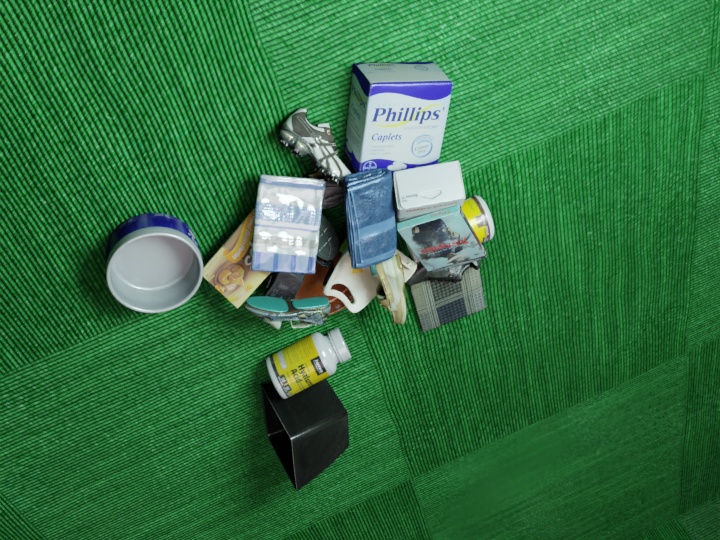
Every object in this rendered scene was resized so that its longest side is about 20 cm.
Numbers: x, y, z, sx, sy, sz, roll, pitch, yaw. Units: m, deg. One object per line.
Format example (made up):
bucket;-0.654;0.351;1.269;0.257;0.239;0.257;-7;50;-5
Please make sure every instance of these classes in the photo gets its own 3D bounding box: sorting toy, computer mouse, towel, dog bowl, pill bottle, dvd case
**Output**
sorting toy;0.000;0.000;1.715;0.199;0.106;0.182;35;90;-44
computer mouse;-0.143;0.030;1.719;0.137;0.046;0.204;17;106;-22
towel;-0.149;-0.094;1.572;0.143;0.024;0.206;4;101;-18
towel;0.023;-0.105;1.566;0.109;0.049;0.205;-16;123;-17
dog bowl;-0.430;-0.015;1.586;0.195;0.079;0.204;-11;129;-14
pill bottle;0.204;-0.090;1.765;0.195;0.110;0.111;-22;131;-5
towel;0.223;0.054;1.941;0.188;0.035;0.203;-20;132;-3
dvd case;0.180;-0.064;1.654;0.142;0.023;0.200;-15;148;19
pill bottle;-0.126;0.222;1.868;0.196;0.112;0.113;-28;131;-1

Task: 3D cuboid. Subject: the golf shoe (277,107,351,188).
golf shoe;-0.071;-0.245;1.540;0.198;0.077;0.096;37;84;-23

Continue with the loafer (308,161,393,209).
loafer;-0.019;-0.197;1.622;0.195;0.073;0.074;-22;127;-6

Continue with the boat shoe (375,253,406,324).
boat shoe;0.066;0.045;1.698;0.064;0.075;0.203;-9;133;-1

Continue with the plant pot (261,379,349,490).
plant pot;-0.134;0.397;1.955;0.174;0.200;0.204;-20;132;-21

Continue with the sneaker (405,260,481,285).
sneaker;0.201;-0.005;1.830;0.196;0.092;0.076;-26;165;2

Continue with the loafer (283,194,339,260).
loafer;-0.118;-0.106;1.643;0.072;0.063;0.201;-46;122;-9

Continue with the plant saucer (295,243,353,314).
plant saucer;-0.088;0.020;1.783;0.195;0.033;0.204;-11;128;-13

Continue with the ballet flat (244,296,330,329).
ballet flat;-0.161;0.098;1.679;0.194;0.075;0.076;2;126;-15

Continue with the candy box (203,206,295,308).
candy box;-0.240;-0.032;1.637;0.115;0.055;0.200;42;105;-10

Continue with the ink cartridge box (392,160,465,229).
ink cartridge box;0.142;-0.157;1.623;0.142;0.086;0.200;-10;171;0

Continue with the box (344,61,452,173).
box;0.074;-0.309;1.551;0.179;0.106;0.204;-6;127;-18
